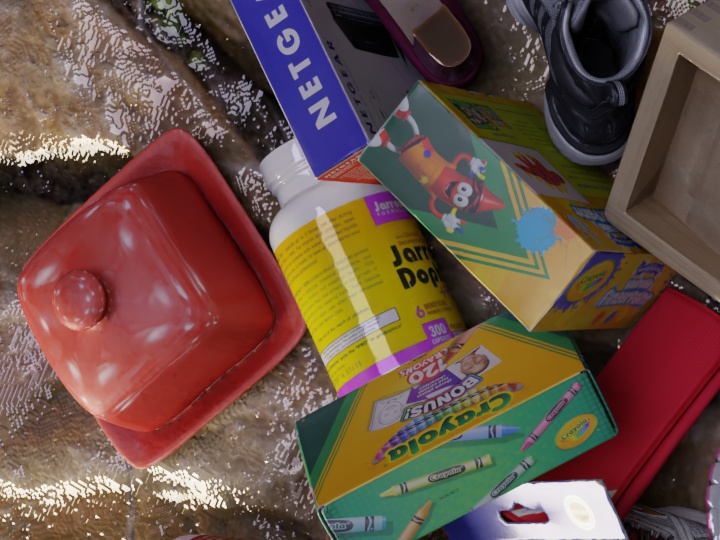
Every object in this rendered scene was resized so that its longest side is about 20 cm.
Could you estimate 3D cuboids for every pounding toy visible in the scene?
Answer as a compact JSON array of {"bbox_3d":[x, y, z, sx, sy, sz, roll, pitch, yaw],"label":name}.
[{"bbox_3d":[0.285,-0.054,1.493,0.200,0.142,0.185,37,135,25],"label":"pounding toy"}]

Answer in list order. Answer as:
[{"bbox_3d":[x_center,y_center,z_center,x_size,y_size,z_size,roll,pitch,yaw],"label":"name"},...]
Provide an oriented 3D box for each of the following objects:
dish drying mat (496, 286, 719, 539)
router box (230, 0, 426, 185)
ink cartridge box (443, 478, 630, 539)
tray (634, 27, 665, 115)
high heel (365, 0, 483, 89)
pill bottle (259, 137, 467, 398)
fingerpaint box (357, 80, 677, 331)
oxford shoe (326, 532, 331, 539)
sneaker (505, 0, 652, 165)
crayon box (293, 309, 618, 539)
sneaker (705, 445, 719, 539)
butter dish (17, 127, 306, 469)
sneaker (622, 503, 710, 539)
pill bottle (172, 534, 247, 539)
[{"bbox_3d":[0.179,0.104,1.590,0.077,0.018,0.200,31,76,32],"label":"dish drying mat"},{"bbox_3d":[-0.014,-0.157,1.648,0.049,0.179,0.201,-31,78,23],"label":"router box"},{"bbox_3d":[0.132,0.233,1.560,0.199,0.041,0.201,-11,113,56],"label":"ink cartridge box"},{"bbox_3d":[0.283,-0.110,1.583,0.198,0.037,0.100,5,92,25],"label":"tray"},{"bbox_3d":[0.018,-0.214,1.667,0.067,0.096,0.201,-29,82,1],"label":"high heel"},{"bbox_3d":[0.000,0.000,1.681,0.104,0.104,0.201,-30,78,22],"label":"pill bottle"},{"bbox_3d":[0.112,-0.039,1.575,0.167,0.200,0.074,45,107,18],"label":"fingerpaint box"},{"bbox_3d":[0.023,0.239,1.659,0.070,0.075,0.202,-10,105,13],"label":"oxford shoe"},{"bbox_3d":[0.150,-0.181,1.587,0.075,0.114,0.202,-9,70,-10],"label":"sneaker"},{"bbox_3d":[0.061,0.105,1.565,0.199,0.119,0.059,-28,116,4],"label":"crayon box"},{"bbox_3d":[0.279,0.128,1.538,0.087,0.081,0.202,9,73,18],"label":"sneaker"},{"bbox_3d":[-0.175,0.022,1.743,0.200,0.148,0.200,-39,75,20],"label":"butter dish"},{"bbox_3d":[0.178,0.193,1.607,0.198,0.082,0.079,15,95,24],"label":"sneaker"},{"bbox_3d":[-0.091,0.252,1.721,0.198,0.112,0.113,4,91,26],"label":"pill bottle"}]
